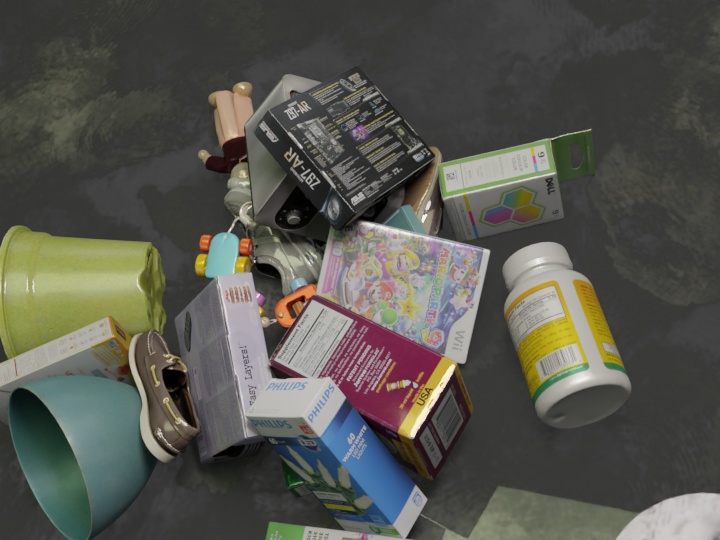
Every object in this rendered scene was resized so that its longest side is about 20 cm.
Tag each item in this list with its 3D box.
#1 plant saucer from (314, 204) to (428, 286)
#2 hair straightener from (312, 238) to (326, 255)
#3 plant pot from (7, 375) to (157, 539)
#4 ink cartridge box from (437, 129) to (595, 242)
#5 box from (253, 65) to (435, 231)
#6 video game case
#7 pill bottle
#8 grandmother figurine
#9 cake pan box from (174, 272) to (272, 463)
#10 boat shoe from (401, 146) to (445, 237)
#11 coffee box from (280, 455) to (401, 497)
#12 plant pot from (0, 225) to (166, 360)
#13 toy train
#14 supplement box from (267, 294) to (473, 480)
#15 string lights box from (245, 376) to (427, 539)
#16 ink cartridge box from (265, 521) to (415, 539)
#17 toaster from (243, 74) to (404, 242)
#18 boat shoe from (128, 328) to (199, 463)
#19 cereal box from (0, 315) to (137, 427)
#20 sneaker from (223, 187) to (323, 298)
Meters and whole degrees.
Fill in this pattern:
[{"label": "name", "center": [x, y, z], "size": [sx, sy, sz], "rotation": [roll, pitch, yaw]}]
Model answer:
[{"label": "plant saucer", "center": [0.000, 0.000, 1.389], "size": [0.200, 0.019, 0.070], "rotation": [-42, 47, 16]}, {"label": "hair straightener", "center": [-0.071, -0.071, 1.475], "size": [0.041, 0.076, 0.201], "rotation": [-49, 56, 37]}, {"label": "plant pot", "center": [-0.323, 0.210, 1.328], "size": [0.134, 0.202, 0.200], "rotation": [-24, 49, -37]}, {"label": "ink cartridge box", "center": [0.205, -0.106, 1.385], "size": [0.198, 0.104, 0.060], "rotation": [-13, 57, 9]}, {"label": "box", "center": [-0.015, -0.155, 1.335], "size": [0.160, 0.044, 0.200], "rotation": [49, 42, 3]}, {"label": "video game case", "center": [0.047, 0.023, 1.332], "size": [0.198, 0.018, 0.145], "rotation": [13, 91, 0]}, {"label": "pill bottle", "center": [0.232, 0.071, 1.266], "size": [0.112, 0.113, 0.202], "rotation": [-19, 57, 6]}, {"label": "grandmother figurine", "center": [-0.180, -0.182, 1.579], "size": [0.120, 0.061, 0.201], "rotation": [-25, 53, 12]}, {"label": "cake pan box", "center": [-0.161, 0.124, 1.291], "size": [0.052, 0.184, 0.202], "rotation": [-6, 73, -25]}, {"label": "boat shoe", "center": [0.077, -0.065, 1.424], "size": [0.072, 0.065, 0.202], "rotation": [-10, 56, 45]}, {"label": "coffee box", "center": [-0.003, 0.187, 1.310], "size": [0.198, 0.044, 0.124], "rotation": [-20, 57, 5]}, {"label": "plant pot", "center": [-0.359, 0.035, 1.440], "size": [0.182, 0.201, 0.202], "rotation": [-4, 58, 1]}, {"label": "toy train", "center": [-0.126, 0.017, 1.406], "size": [0.149, 0.056, 0.201], "rotation": [-32, 67, -2]}, {"label": "supplement box", "center": [0.014, 0.132, 1.232], "size": [0.199, 0.131, 0.104], "rotation": [24, 69, 28]}, {"label": "string lights box", "center": [-0.025, 0.205, 1.189], "size": [0.102, 0.201, 0.059], "rotation": [-7, 38, 47]}, {"label": "ink cartridge box", "center": [-0.013, 0.365, 1.182], "size": [0.198, 0.084, 0.146], "rotation": [2, 61, 18]}, {"label": "toaster", "center": [-0.050, -0.144, 1.422], "size": [0.119, 0.179, 0.202], "rotation": [-44, 43, 40]}, {"label": "boat shoe", "center": [-0.237, 0.141, 1.324], "size": [0.059, 0.072, 0.201], "rotation": [-35, 41, 12]}, {"label": "cereal box", "center": [-0.376, 0.142, 1.394], "size": [0.198, 0.144, 0.040], "rotation": [-24, 57, 3]}, {"label": "sneaker", "center": [-0.131, -0.039, 1.465], "size": [0.082, 0.075, 0.200], "rotation": [-41, 58, -11]}]
